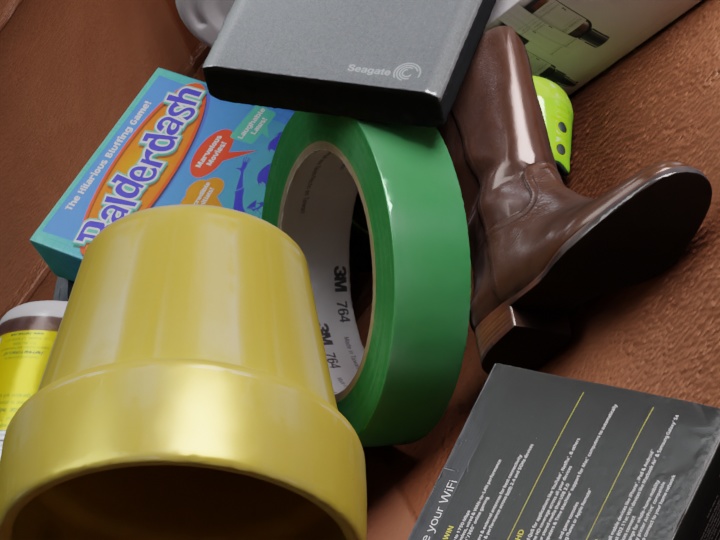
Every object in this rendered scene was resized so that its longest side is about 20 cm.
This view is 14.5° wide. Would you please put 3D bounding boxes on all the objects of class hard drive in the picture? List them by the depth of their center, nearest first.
[{"bbox_3d":[0.010,-0.167,1.600,0.140,0.033,0.200,8,52,19],"label":"hard drive"}]

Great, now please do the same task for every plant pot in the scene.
[{"bbox_3d":[-0.094,0.074,1.559,0.201,0.201,0.189,-34,42,42],"label":"plant pot"}]

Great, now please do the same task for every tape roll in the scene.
[{"bbox_3d":[0.000,0.000,1.610,0.200,0.048,0.201,179,90,-67],"label":"tape roll"}]

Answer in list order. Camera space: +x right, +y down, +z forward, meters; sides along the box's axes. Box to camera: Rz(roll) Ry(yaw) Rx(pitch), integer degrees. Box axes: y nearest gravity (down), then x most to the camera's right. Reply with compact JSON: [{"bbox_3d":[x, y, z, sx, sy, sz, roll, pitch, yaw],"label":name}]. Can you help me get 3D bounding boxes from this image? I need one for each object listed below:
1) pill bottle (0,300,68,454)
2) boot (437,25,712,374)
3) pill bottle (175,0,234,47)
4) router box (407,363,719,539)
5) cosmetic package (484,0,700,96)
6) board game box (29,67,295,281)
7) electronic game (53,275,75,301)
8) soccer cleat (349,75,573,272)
[{"bbox_3d":[-0.184,0.127,1.674,0.109,0.109,0.200,-21,51,53],"label":"pill bottle"},{"bbox_3d":[0.100,-0.070,1.537,0.186,0.064,0.200,-42,45,36],"label":"boot"},{"bbox_3d":[-0.072,-0.258,2.077,0.111,0.111,0.200,-39,30,35],"label":"pill bottle"},{"bbox_3d":[0.087,0.148,1.321,0.149,0.051,0.200,11,66,44],"label":"router box"},{"bbox_3d":[0.133,-0.163,1.619,0.200,0.083,0.051,-36,42,41],"label":"cosmetic package"},{"bbox_3d":[-0.091,-0.039,1.806,0.200,0.045,0.152,19,65,36],"label":"board game box"},{"bbox_3d":[-0.108,0.002,1.841,0.200,0.042,0.200,-12,51,16],"label":"electronic game"},{"bbox_3d":[0.047,-0.043,1.669,0.200,0.068,0.081,-37,41,37],"label":"soccer cleat"}]
